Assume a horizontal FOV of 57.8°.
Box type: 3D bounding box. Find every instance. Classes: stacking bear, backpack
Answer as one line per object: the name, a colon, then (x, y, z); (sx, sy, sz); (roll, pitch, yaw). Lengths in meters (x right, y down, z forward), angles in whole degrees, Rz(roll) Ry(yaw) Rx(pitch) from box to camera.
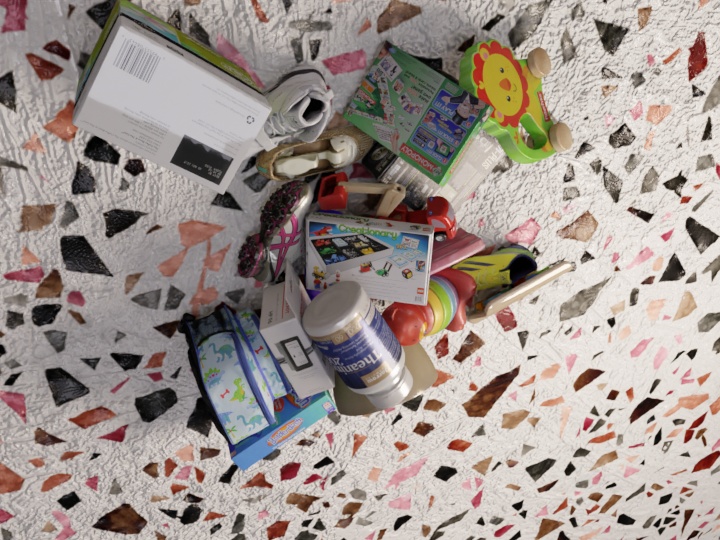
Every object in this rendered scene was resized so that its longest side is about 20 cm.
stacking bear: (0.107, 0.073, 1.162); (0.200, 0.113, 0.122); (-26, 136, -52)
backpack: (-0.202, 0.170, 1.095); (0.146, 0.200, 0.184); (-23, 124, -8)

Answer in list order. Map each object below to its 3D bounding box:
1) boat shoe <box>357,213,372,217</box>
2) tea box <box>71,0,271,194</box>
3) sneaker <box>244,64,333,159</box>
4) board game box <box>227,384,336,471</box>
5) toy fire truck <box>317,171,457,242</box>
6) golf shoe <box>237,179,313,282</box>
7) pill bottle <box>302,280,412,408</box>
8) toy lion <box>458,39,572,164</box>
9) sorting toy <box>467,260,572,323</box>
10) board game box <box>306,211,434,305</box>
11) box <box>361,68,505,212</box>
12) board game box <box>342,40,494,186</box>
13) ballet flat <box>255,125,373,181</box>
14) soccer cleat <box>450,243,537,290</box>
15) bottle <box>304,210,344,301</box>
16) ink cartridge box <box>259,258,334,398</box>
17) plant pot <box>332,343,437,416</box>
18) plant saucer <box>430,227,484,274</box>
boat shoe: (-0.001, 0.000, 1.159); (0.071, 0.068, 0.202); (2, 117, -23)
tea box: (-0.246, -0.229, 0.847); (0.199, 0.197, 0.134); (24, 108, -32)
sneaker: (-0.124, -0.217, 0.954); (0.199, 0.115, 0.075); (-38, 125, 2)
board game box: (-0.155, 0.246, 1.189); (0.199, 0.152, 0.045); (-34, 125, -1)
toy fire truck: (0.046, -0.099, 1.039); (0.198, 0.049, 0.141); (-5, 143, 18)
golf shoe: (-0.124, -0.063, 1.070); (0.092, 0.073, 0.200); (13, 127, -35)
pill bottle: (0.002, 0.124, 1.039); (0.111, 0.111, 0.201); (-34, 117, 0)
toy lion: (0.237, -0.264, 1.032); (0.191, 0.068, 0.202); (-22, 96, -38)
sorting toy: (0.299, 0.040, 1.266); (0.184, 0.200, 0.037); (-28, 81, -5)
board game box: (0.013, -0.019, 1.032); (0.198, 0.035, 0.127); (8, 117, 10)
box: (0.130, -0.198, 1.085); (0.163, 0.086, 0.200); (33, 103, -33)
board game box: (0.083, -0.239, 0.988); (0.135, 0.200, 0.029); (-57, 159, 16)
ballet flat: (-0.064, -0.178, 1.031); (0.198, 0.065, 0.071); (-18, 121, -12)
soccer cleat: (0.246, 0.008, 1.253); (0.199, 0.084, 0.065); (-23, 125, -8)
bottle: (-0.061, 0.000, 1.126); (0.065, 0.084, 0.202); (-2, 120, -21)
ink cartridge box: (-0.110, 0.096, 1.074); (0.067, 0.116, 0.201); (-19, 122, 8)
plant pot: (0.028, 0.163, 1.211); (0.199, 0.200, 0.136); (-21, 96, -9)
plant saucer: (0.117, -0.022, 1.141); (0.199, 0.201, 0.051); (-25, 91, -7)
